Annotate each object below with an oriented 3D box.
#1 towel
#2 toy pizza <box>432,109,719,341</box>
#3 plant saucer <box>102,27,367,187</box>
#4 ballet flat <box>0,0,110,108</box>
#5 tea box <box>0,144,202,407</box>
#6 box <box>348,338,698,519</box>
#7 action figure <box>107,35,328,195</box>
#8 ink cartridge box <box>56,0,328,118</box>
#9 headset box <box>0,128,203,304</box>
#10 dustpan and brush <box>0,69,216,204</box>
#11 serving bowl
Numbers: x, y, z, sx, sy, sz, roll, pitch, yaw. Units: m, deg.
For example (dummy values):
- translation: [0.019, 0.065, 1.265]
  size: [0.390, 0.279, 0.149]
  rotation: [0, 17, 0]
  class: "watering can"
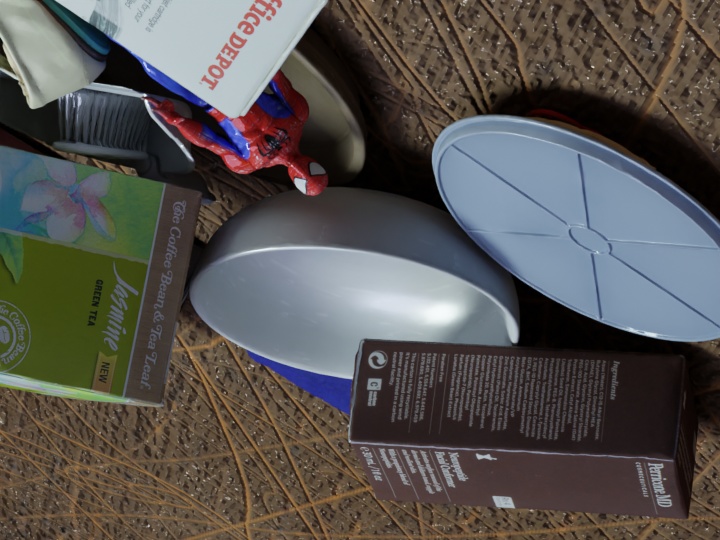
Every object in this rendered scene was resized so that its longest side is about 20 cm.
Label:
- translation: [0.020, 0.052, 1.932]
  size: [0.199, 0.050, 0.148]
  rotation: [27, 150, 12]
  class: "towel"
- translation: [0.132, -0.029, 1.632]
  size: [0.199, 0.032, 0.200]
  rotation: [25, 158, 11]
  class: "toy pizza"
- translation: [-0.079, -0.119, 1.716]
  size: [0.199, 0.030, 0.200]
  rotation: [27, 157, 12]
  class: "plant saucer"
- translation: [-0.216, -0.171, 1.610]
  size: [0.200, 0.070, 0.069]
  rotation: [53, 151, -20]
  class: "ballet flat"
- translation: [-0.219, -0.001, 1.764]
  size: [0.196, 0.135, 0.200]
  rotation: [11, 176, -18]
  class: "tea box"
- translation: [0.100, 0.096, 1.793]
  size: [0.199, 0.075, 0.100]
  rotation: [1, 154, 13]
  class: "box"
- translation: [-0.087, -0.109, 1.626]
  size: [0.200, 0.065, 0.052]
  rotation: [43, -178, -26]
  class: "action figure"
- translation: [-0.104, -0.188, 1.500]
  size: [0.199, 0.083, 0.147]
  rotation: [34, 145, -6]
  class: "ink cartridge box"
- translation: [-0.217, -0.013, 2.050]
  size: [0.199, 0.075, 0.149]
  rotation: [31, 158, 0]
  class: "headset box"
- translation: [-0.136, -0.074, 1.757]
  size: [0.139, 0.058, 0.200]
  rotation: [9, 180, 29]
  class: "dustpan and brush"
- translation: [0.000, 0.000, 1.780]
  size: [0.199, 0.066, 0.200]
  rotation: [7, 156, 3]
  class: "serving bowl"
